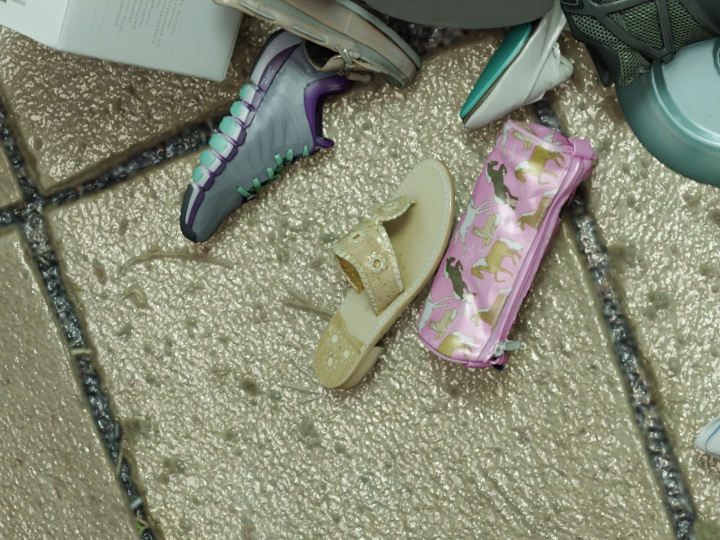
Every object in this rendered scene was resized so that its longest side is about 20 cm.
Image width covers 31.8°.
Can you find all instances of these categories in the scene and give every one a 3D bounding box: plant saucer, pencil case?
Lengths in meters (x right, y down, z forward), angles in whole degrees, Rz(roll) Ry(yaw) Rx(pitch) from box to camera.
[{"bbox_3d":[0.291,-0.162,0.961,0.198,0.036,0.202,2,97,16],"label":"plant saucer"},{"bbox_3d":[0.115,-0.021,1.003,0.086,0.083,0.201,24,101,13],"label":"pencil case"}]

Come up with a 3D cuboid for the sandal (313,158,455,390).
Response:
[{"bbox_3d":[0.003,0.003,1.030,0.078,0.069,0.213,41,111,42],"label":"sandal"}]

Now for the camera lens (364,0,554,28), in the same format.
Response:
[{"bbox_3d":[0.077,-0.296,0.925,0.158,0.160,0.202,3,84,15],"label":"camera lens"}]

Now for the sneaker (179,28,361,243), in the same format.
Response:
[{"bbox_3d":[-0.077,-0.098,1.055,0.087,0.074,0.201,31,103,5],"label":"sneaker"}]

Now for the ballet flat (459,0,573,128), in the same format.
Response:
[{"bbox_3d":[0.152,-0.187,0.988,0.069,0.069,0.201,33,103,10],"label":"ballet flat"}]

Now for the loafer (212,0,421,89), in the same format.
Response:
[{"bbox_3d":[-0.036,-0.187,0.981,0.072,0.199,0.063,21,82,51],"label":"loafer"}]

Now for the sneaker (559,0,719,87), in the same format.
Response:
[{"bbox_3d":[0.237,-0.188,0.921,0.197,0.077,0.115,5,140,-10],"label":"sneaker"}]

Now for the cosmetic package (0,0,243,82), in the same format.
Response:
[{"bbox_3d":[-0.194,-0.251,0.939,0.164,0.199,0.166,24,102,27],"label":"cosmetic package"}]

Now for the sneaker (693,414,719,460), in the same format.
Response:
[{"bbox_3d":[0.330,0.165,0.971,0.145,0.080,0.202,7,102,23],"label":"sneaker"}]
